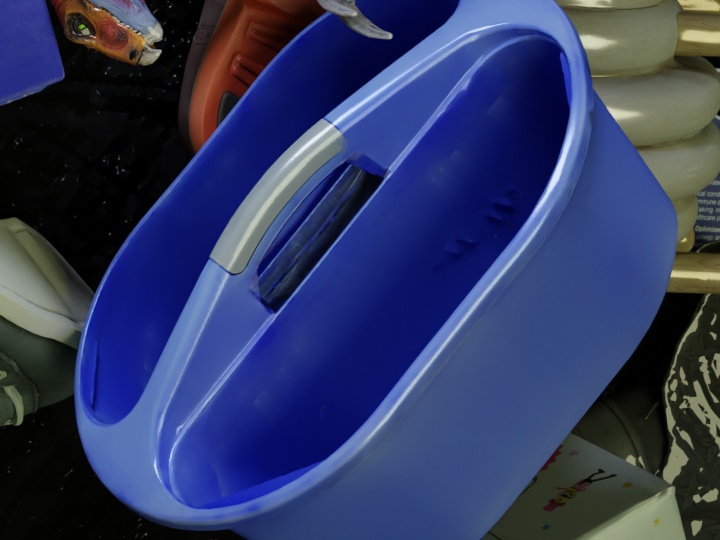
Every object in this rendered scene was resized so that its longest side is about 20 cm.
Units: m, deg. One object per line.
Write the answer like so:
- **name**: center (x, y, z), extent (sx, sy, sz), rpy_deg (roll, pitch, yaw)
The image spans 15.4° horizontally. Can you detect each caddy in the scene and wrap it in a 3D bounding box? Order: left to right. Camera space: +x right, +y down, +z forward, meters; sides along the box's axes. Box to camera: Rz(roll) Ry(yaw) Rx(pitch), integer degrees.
- **caddy**: center (0.000, 0.000, 0.817), extent (0.200, 0.141, 0.105), rpy_deg (-52, 133, -3)

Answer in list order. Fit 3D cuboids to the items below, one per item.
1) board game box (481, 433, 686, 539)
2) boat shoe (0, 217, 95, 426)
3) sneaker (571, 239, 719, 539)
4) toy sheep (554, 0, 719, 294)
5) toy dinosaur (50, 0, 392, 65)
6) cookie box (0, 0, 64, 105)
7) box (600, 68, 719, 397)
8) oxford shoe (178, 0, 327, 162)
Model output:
- **board game box**: center (0.075, 0.157, 0.996), extent (0.064, 0.148, 0.200), rpy_deg (-27, 115, -21)
- **boat shoe**: center (-0.133, 0.011, 0.839), extent (0.062, 0.073, 0.200), rpy_deg (-40, 162, 4)
- **sneaker**: center (0.137, 0.095, 1.031), extent (0.104, 0.060, 0.200), rpy_deg (-25, 112, -18)
- **toy sheep**: center (0.070, -0.055, 0.950), extent (0.138, 0.138, 0.200), rpy_deg (-4, 107, -30)
- **toy dinosaur**: center (-0.005, -0.120, 0.843), extent (0.200, 0.181, 0.105), rpy_deg (-16, 91, -68)
- **cookie box**: center (-0.202, -0.126, 0.802), extent (0.171, 0.075, 0.200), rpy_deg (-23, 113, -24)
- **box**: center (0.135, 0.017, 1.063), extent (0.121, 0.032, 0.200), rpy_deg (2, 103, -31)
- **oxford shoe**: center (-0.015, -0.123, 0.917), extent (0.071, 0.073, 0.200), rpy_deg (27, 89, -24)
